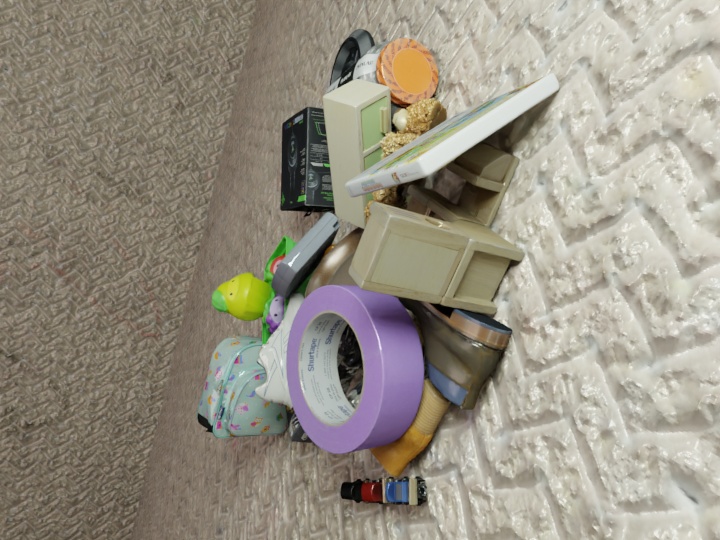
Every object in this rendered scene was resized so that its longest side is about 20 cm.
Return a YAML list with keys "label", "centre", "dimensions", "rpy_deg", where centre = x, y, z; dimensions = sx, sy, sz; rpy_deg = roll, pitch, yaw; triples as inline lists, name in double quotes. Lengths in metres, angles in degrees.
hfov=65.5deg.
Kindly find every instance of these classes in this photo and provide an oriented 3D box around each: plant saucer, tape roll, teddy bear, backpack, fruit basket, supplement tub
- label: "plant saucer"
  centre: [0.000, 0.000, 0.845]
  dimensions: [0.200, 0.032, 0.201]
  rpy_deg: [-32, 29, 20]
- label: "tape roll"
  centre: [-0.014, 0.119, 0.693]
  dimensions: [0.200, 0.065, 0.201]
  rpy_deg: [-3, 86, 51]
- label: "teddy bear"
  centre: [0.053, -0.150, 0.794]
  dimensions: [0.067, 0.145, 0.201]
  rpy_deg: [25, 112, 23]
- label: "backpack"
  centre: [-0.225, 0.238, 1.149]
  dimensions: [0.153, 0.175, 0.201]
  rpy_deg: [2, 82, 49]
- label: "fruit basket"
  centre: [-0.187, 0.045, 1.118]
  dimensions: [0.156, 0.215, 0.216]
  rpy_deg: [-48, 38, 48]
- label: "supplement tub"
  centre: [0.030, -0.281, 0.889]
  dimensions: [0.200, 0.122, 0.123]
  rpy_deg: [-7, 72, 65]

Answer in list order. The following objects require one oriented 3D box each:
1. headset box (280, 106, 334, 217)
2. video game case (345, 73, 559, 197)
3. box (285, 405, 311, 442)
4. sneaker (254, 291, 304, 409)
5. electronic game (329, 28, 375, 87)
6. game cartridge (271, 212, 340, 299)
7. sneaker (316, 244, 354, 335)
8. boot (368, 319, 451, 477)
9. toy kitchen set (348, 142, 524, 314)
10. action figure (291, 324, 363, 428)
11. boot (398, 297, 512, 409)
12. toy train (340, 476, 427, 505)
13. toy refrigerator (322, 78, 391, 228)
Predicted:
- label: "headset box"
  centre: [-0.096, -0.209, 1.137]
  dimensions: [0.174, 0.092, 0.201]
  rpy_deg: [-172, 83, -65]
- label: "video game case"
  centre: [0.097, -0.149, 0.641]
  dimensions: [0.023, 0.200, 0.182]
  rpy_deg: [60, 159, -13]
- label: "box"
  centre: [-0.082, 0.183, 1.008]
  dimensions: [0.200, 0.049, 0.161]
  rpy_deg: [-61, 31, 30]
- label: "sneaker"
  centre: [-0.131, 0.132, 0.963]
  dimensions: [0.075, 0.087, 0.201]
  rpy_deg: [104, 174, -72]
- label: "electronic game"
  centre: [-0.016, -0.381, 1.131]
  dimensions: [0.200, 0.041, 0.201]
  rpy_deg: [-177, 90, -65]
- label: "game cartridge"
  centre: [-0.099, -0.016, 0.961]
  dimensions: [0.134, 0.040, 0.200]
  rpy_deg: [-53, 0, -19]
- label: "sneaker"
  centre: [-0.048, 0.046, 0.936]
  dimensions: [0.077, 0.078, 0.201]
  rpy_deg: [91, 176, -59]
- label: "boot"
  centre: [0.034, 0.150, 0.735]
  dimensions: [0.144, 0.071, 0.201]
  rpy_deg: [-57, 37, 26]
- label: "toy kitchen set"
  centre: [0.070, -0.080, 0.637]
  dimensions: [0.200, 0.180, 0.164]
  rpy_deg: [50, 123, 55]
- label: "action figure"
  centre: [-0.037, 0.168, 0.844]
  dimensions: [0.102, 0.118, 0.201]
  rpy_deg: [-52, -17, -60]
- label: "boot"
  centre: [0.087, 0.080, 0.657]
  dimensions: [0.200, 0.074, 0.097]
  rpy_deg: [29, 103, 63]
- label: "toy train"
  centre: [0.024, 0.288, 0.732]
  dimensions: [0.200, 0.046, 0.034]
  rpy_deg: [-36, 47, 56]
- label: "toy refrigerator"
  centre: [0.003, -0.169, 0.832]
  dimensions: [0.070, 0.076, 0.201]
  rpy_deg: [26, 138, 32]
